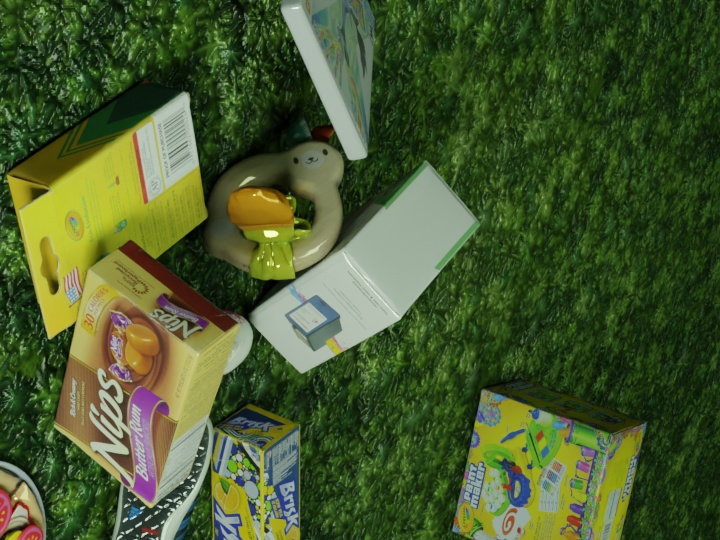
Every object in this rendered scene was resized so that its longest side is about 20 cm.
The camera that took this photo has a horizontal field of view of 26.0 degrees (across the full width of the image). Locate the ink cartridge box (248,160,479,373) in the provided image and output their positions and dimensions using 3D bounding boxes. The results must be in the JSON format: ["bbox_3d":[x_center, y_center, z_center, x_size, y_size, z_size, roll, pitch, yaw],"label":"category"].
[{"bbox_3d":[0.000,0.000,1.488,0.088,0.200,0.145,48,55,-9],"label":"ink cartridge box"}]

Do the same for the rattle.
[{"bbox_3d":[-0.067,-0.103,1.394,0.200,0.130,0.143,-57,146,-27],"label":"rattle"}]

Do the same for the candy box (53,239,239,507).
[{"bbox_3d":[-0.177,0.086,1.259,0.056,0.116,0.200,-38,159,-44],"label":"candy box"}]

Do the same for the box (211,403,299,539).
[{"bbox_3d":[-0.104,0.242,1.568,0.064,0.070,0.201,-30,130,-48],"label":"box"}]

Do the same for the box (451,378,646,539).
[{"bbox_3d":[0.246,0.270,2.040,0.122,0.192,0.201,-7,112,-57],"label":"box"}]

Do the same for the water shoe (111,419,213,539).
[{"bbox_3d":[-0.190,0.221,1.441,0.079,0.071,0.201,93,18,-81],"label":"water shoe"}]

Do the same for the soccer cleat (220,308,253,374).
[{"bbox_3d":[-0.143,0.075,1.402,0.200,0.086,0.070,3,103,-59],"label":"soccer cleat"}]

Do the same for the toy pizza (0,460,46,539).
[{"bbox_3d":[-0.319,0.251,1.257,0.200,0.032,0.201,-34,133,-47],"label":"toy pizza"}]

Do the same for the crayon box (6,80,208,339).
[{"bbox_3d":[-0.211,-0.052,1.260,0.200,0.051,0.127,-42,139,-42],"label":"crayon box"}]

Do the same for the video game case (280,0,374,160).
[{"bbox_3d":[-0.026,-0.233,1.421,0.200,0.022,0.183,64,23,-50],"label":"video game case"}]
